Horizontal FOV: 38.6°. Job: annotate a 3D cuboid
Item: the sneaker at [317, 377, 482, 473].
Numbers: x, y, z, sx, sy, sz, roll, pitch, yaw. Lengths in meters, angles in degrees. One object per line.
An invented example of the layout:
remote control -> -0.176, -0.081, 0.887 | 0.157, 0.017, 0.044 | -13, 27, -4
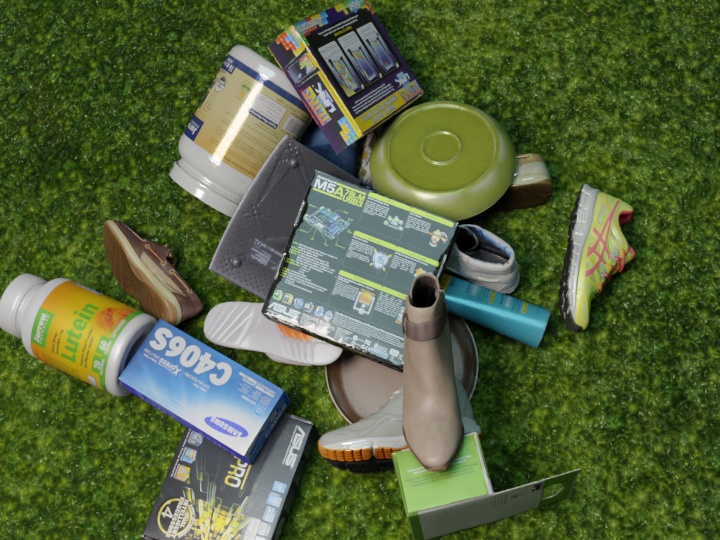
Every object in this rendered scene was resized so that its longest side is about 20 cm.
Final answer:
sneaker -> 0.043, 0.184, 1.245 | 0.196, 0.076, 0.093 | -8, 58, -5

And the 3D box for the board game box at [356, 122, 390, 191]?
board game box -> 0.007, -0.109, 1.412 | 0.103, 0.023, 0.204 | 0, 66, 28

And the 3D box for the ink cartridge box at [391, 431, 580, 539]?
ink cartridge box -> 0.144, 0.241, 1.192 | 0.196, 0.148, 0.077 | -15, 64, -1

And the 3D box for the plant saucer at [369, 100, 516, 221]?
plant saucer -> 0.107, -0.155, 1.360 | 0.195, 0.031, 0.203 | -4, 57, 5

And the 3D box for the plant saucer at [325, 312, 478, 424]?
plant saucer -> 0.053, 0.124, 1.318 | 0.196, 0.032, 0.204 | -3, 67, 7

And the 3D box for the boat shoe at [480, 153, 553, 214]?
boat shoe -> 0.159, -0.119, 1.393 | 0.195, 0.075, 0.068 | -3, 57, 0

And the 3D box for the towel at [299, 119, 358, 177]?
towel -> -0.050, -0.185, 1.441 | 0.110, 0.049, 0.204 | -4, 64, 26

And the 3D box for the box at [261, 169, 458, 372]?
box -> 0.000, 0.000, 1.276 | 0.196, 0.048, 0.196 | 19, 80, 9

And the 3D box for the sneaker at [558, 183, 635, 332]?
sneaker -> 0.308, -0.014, 1.322 | 0.088, 0.078, 0.204 | 13, 71, 5

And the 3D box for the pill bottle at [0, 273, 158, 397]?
pill bottle -> -0.372, 0.078, 1.348 | 0.197, 0.111, 0.112 | 21, 71, 16

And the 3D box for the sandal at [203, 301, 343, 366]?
sandal -> -0.106, 0.080, 1.343 | 0.203, 0.059, 0.081 | 7, 73, 24

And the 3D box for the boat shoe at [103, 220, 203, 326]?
boat shoe -> -0.284, -0.002, 1.405 | 0.071, 0.073, 0.200 | -20, 50, -35

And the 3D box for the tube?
tube -> 0.143, 0.041, 1.317 | 0.197, 0.078, 0.051 | 21, 111, 6

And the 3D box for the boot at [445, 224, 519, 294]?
boot -> 0.118, -0.040, 1.344 | 0.197, 0.096, 0.074 | 23, 71, 18

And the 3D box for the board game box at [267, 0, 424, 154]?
board game box -> -0.014, -0.268, 1.379 | 0.056, 0.200, 0.167 | -28, 98, 37

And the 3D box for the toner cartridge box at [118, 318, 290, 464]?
toner cartridge box -> -0.195, 0.149, 1.284 | 0.197, 0.043, 0.096 | 26, 70, 19

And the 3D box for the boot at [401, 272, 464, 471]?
boot -> 0.075, 0.103, 1.146 | 0.069, 0.149, 0.201 | -5, 29, 0

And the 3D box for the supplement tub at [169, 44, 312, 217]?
supplement tub -> -0.159, -0.184, 1.394 | 0.143, 0.144, 0.202 | 34, 96, 19

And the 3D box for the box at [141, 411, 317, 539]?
box -> -0.159, 0.264, 1.274 | 0.158, 0.049, 0.203 | 16, 68, 13

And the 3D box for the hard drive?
hard drive -> -0.101, -0.063, 1.351 | 0.133, 0.042, 0.202 | 28, 98, -20
